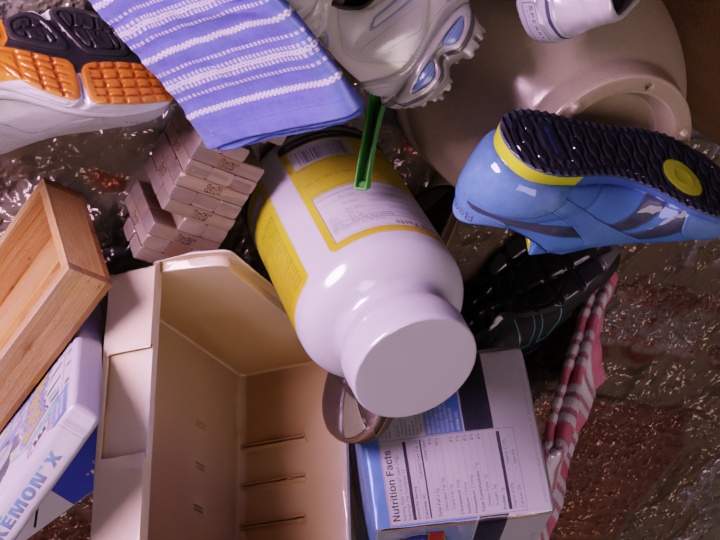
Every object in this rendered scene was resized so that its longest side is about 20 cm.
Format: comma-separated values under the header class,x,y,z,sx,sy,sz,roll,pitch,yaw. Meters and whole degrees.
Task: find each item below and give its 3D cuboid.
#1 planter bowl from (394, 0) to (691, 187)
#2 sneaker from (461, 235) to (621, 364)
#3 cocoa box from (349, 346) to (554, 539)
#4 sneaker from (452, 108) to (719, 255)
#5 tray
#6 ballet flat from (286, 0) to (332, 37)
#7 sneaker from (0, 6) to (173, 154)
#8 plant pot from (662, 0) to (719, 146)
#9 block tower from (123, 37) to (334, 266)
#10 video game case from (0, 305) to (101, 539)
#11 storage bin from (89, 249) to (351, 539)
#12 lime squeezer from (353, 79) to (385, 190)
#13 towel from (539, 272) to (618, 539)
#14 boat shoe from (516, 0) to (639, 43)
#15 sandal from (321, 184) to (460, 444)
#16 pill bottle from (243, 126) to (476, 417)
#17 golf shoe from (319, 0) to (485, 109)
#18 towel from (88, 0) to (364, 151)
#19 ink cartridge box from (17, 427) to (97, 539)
class,x,y,z,sx,sy,sz,roll,pitch,yaw
planter bowl,0.137,-0.110,0.861,0.200,0.135,0.200,-13,132,-15
sneaker,0.123,0.033,1.025,0.200,0.075,0.079,-33,144,15
cocoa box,0.060,0.163,0.997,0.131,0.134,0.200,-6,152,-6
sneaker,0.148,-0.043,0.790,0.200,0.066,0.078,8,136,-27
tray,-0.239,0.047,0.838,0.037,0.099,0.200,24,114,-38
ballet flat,-0.040,-0.188,0.664,0.072,0.072,0.200,-3,126,-23
sneaker,-0.213,-0.100,0.760,0.200,0.076,0.092,-2,147,-25
plant pot,0.329,-0.129,0.891,0.186,0.200,0.187,-12,132,-14
block tower,-0.085,-0.093,0.825,0.058,0.054,0.200,18,117,-36
video game case,-0.220,0.120,0.800,0.022,0.200,0.182,34,98,-19
storage bin,-0.089,0.116,0.861,0.094,0.200,0.199,-12,152,21
lime squeezer,0.006,-0.154,0.815,0.071,0.038,0.200,-13,106,-57
towel,0.172,0.113,1.033,0.030,0.200,0.146,13,140,14
boat shoe,0.169,-0.203,0.775,0.200,0.067,0.074,-56,133,-28
sandal,0.031,0.033,0.919,0.055,0.082,0.200,31,66,-39
pill bottle,0.000,0.000,0.841,0.112,0.200,0.112,-13,131,-15
golf shoe,0.046,-0.197,0.757,0.097,0.078,0.200,34,74,-19
towel,-0.099,-0.144,0.690,0.200,0.145,0.024,48,60,-27
ink cartridge box,-0.254,0.147,0.950,0.200,0.044,0.094,-36,135,6
